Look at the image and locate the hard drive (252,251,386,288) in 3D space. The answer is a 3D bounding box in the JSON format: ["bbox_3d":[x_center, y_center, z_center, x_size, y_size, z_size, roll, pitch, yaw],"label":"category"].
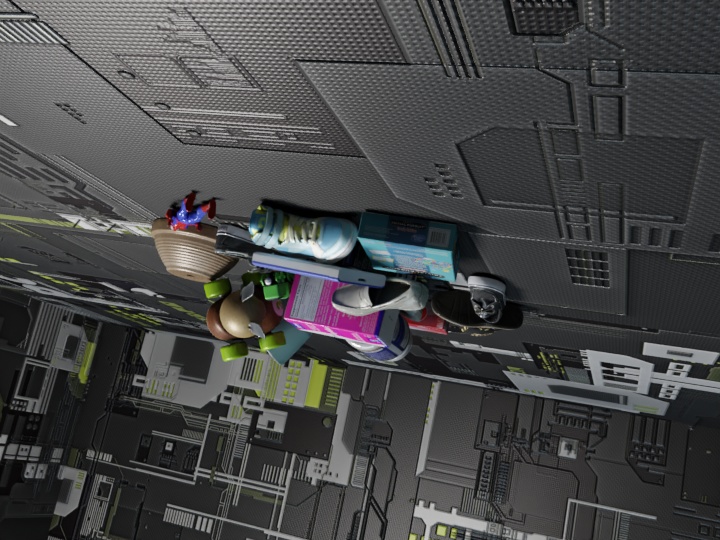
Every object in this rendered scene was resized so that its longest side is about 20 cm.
[{"bbox_3d":[-0.074,-0.001,1.404,0.200,0.025,0.132,11,-179,38],"label":"hard drive"}]

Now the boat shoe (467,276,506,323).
[{"bbox_3d":[0.248,0.062,1.579,0.070,0.066,0.200,8,167,15],"label":"boat shoe"}]

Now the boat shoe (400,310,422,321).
[{"bbox_3d":[0.101,0.056,1.695,0.071,0.064,0.200,21,171,14],"label":"boat shoe"}]

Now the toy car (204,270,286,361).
[{"bbox_3d":[-0.215,0.081,1.573,0.158,0.165,0.200,-15,177,-19],"label":"toy car"}]

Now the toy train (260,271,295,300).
[{"bbox_3d":[-0.151,0.028,1.601,0.042,0.056,0.200,-10,180,12],"label":"toy train"}]

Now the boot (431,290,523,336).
[{"bbox_3d":[0.238,0.097,1.746,0.200,0.073,0.151,8,168,-8],"label":"boot"}]

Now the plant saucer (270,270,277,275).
[{"bbox_3d":[-0.143,0.009,1.795,0.200,0.032,0.200,10,167,2],"label":"plant saucer"}]

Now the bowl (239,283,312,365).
[{"bbox_3d":[-0.174,0.096,1.772,0.105,0.201,0.201,-28,162,3],"label":"bowl"}]

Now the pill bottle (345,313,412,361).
[{"bbox_3d":[0.042,0.131,1.711,0.116,0.116,0.200,7,165,21],"label":"pill bottle"}]

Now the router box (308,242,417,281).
[{"bbox_3d":[0.000,0.000,1.564,0.157,0.052,0.200,18,166,-22],"label":"router box"}]

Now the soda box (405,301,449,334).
[{"bbox_3d":[0.110,0.100,1.886,0.200,0.064,0.070,9,167,15],"label":"soda box"}]

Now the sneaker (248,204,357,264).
[{"bbox_3d":[-0.108,-0.064,1.325,0.130,0.080,0.200,21,164,-41],"label":"sneaker"}]

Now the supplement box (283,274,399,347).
[{"bbox_3d":[-0.035,0.077,1.582,0.200,0.104,0.101,11,166,19],"label":"supplement box"}]

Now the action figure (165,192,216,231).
[{"bbox_3d":[-0.316,-0.097,1.451,0.065,0.052,0.200,13,170,-23],"label":"action figure"}]

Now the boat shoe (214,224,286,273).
[{"bbox_3d":[-0.197,-0.029,1.583,0.199,0.068,0.074,22,164,-40],"label":"boat shoe"}]

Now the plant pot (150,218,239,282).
[{"bbox_3d":[-0.340,-0.032,1.653,0.201,0.093,0.201,12,168,3],"label":"plant pot"}]

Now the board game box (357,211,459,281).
[{"bbox_3d":[0.086,-0.037,1.333,0.151,0.047,0.200,9,168,10],"label":"board game box"}]

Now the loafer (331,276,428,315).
[{"bbox_3d":[0.027,0.041,1.461,0.200,0.070,0.070,-7,152,32],"label":"loafer"}]
